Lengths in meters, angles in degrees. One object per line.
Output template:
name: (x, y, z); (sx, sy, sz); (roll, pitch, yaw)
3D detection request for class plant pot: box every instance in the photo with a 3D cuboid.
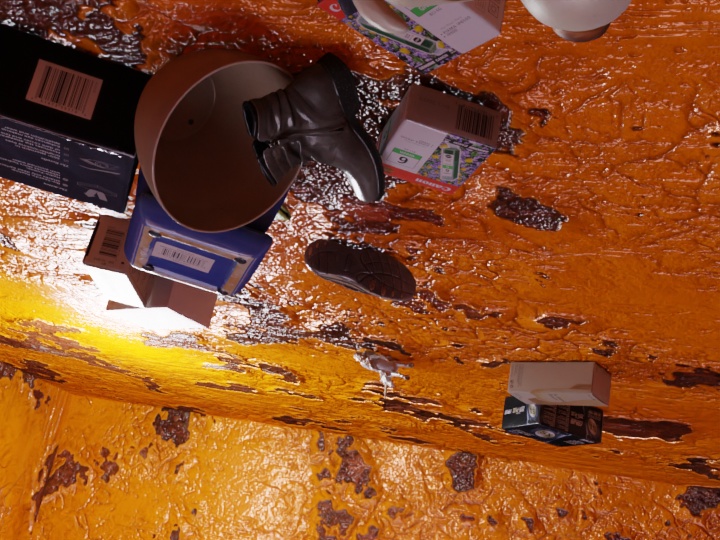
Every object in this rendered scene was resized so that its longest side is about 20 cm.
plant pot: (-0.172, -0.163, 0.937); (0.134, 0.201, 0.200); (41, 180, 37)
plant pot: (-0.202, -0.088, 1.093); (0.198, 0.182, 0.200); (18, 154, -15)

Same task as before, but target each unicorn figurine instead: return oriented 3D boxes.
unicorn figurine: (0.060, 0.237, 2.021); (0.136, 0.074, 0.200); (2, 145, 51)

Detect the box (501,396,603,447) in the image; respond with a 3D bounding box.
box: (0.487, 0.380, 2.126); (0.198, 0.087, 0.163); (20, 158, -21)

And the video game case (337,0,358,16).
video game case: (-0.062, -0.287, 0.568); (0.019, 0.144, 0.200); (-28, 146, 9)

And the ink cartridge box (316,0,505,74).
ink cartridge box: (0.021, -0.255, 0.734); (0.198, 0.051, 0.108); (24, 157, -31)

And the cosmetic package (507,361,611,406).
cosmetic package: (0.433, 0.247, 1.820); (0.198, 0.072, 0.105); (-6, 154, 40)

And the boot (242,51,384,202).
boot: (-0.054, -0.133, 0.932); (0.068, 0.130, 0.201); (43, 163, 45)

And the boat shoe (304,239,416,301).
boat shoe: (0.000, 0.000, 1.420); (0.198, 0.075, 0.073); (22, 169, -3)

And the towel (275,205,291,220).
towel: (-0.220, -0.104, 1.315); (0.198, 0.023, 0.143); (-4, 154, 36)

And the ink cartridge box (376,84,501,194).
ink cartridge box: (0.077, -0.138, 0.995); (0.108, 0.051, 0.200); (16, 159, -11)

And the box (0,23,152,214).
box: (-0.372, -0.182, 1.052); (0.194, 0.119, 0.200); (17, 158, -15)

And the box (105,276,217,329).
box: (-0.411, 0.056, 1.738); (0.198, 0.099, 0.124); (-5, 154, 37)

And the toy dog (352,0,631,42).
toy dog: (0.098, -0.234, 0.561); (0.197, 0.196, 0.140); (17, 149, 3)

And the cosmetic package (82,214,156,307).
cosmetic package: (-0.444, -0.014, 1.566); (0.086, 0.105, 0.200); (13, 158, 1)
